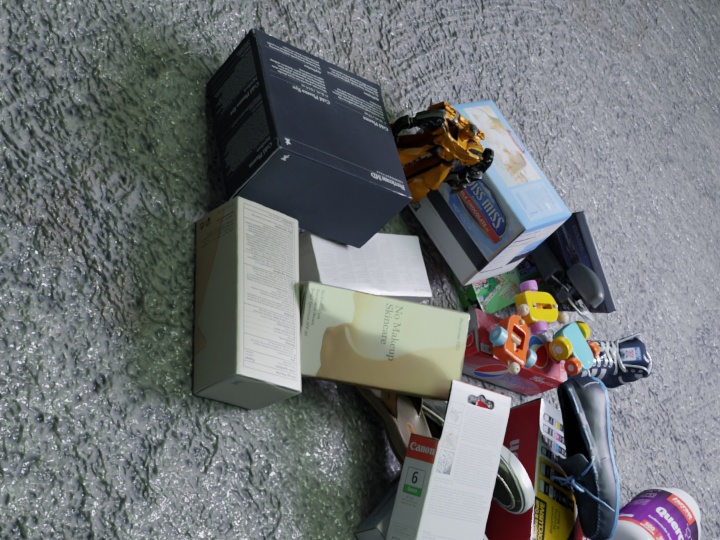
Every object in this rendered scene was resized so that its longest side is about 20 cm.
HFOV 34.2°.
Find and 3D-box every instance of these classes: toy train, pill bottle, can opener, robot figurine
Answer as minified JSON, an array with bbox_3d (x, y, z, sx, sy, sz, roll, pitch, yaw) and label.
[{"bbox_3d":[0.234,0.103,1.529,0.199,0.055,0.152,33,50,-29],"label":"toy train"},{"bbox_3d":[0.410,0.379,1.656,0.199,0.112,0.114,-19,86,-51],"label":"pill bottle"},{"bbox_3d":[0.289,-0.002,1.635,0.053,0.067,0.201,34,21,-32],"label":"can opener"},{"bbox_3d":[0.068,-0.144,1.455,0.144,0.198,0.059,33,49,-34],"label":"robot figurine"}]

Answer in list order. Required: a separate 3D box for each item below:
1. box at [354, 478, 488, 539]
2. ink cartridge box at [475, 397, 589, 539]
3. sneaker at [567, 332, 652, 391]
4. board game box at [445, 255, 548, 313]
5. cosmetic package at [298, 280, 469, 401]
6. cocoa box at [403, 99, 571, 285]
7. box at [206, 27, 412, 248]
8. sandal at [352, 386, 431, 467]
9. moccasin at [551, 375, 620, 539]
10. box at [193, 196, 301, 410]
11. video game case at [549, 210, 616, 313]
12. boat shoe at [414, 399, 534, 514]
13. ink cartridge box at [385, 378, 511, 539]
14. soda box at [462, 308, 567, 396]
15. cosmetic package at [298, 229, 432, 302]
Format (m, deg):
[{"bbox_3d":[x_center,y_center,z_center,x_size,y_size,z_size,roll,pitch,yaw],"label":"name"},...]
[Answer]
[{"bbox_3d":[0.092,0.341,1.367,0.202,0.041,0.156,59,40,-8],"label":"box"},{"bbox_3d":[0.222,0.280,1.512,0.175,0.083,0.202,35,48,-32],"label":"ink cartridge box"},{"bbox_3d":[0.350,0.127,1.714,0.198,0.108,0.071,18,58,-43],"label":"sneaker"},{"bbox_3d":[0.193,-0.015,1.670,0.199,0.029,0.136,-18,86,-51],"label":"board game box"},{"bbox_3d":[0.015,0.080,1.306,0.197,0.071,0.107,10,83,-18],"label":"cosmetic package"},{"bbox_3d":[0.156,-0.107,1.554,0.133,0.131,0.201,-16,68,-50],"label":"cocoa box"},{"bbox_3d":[-0.061,-0.149,1.346,0.198,0.104,0.184,18,43,-37],"label":"box"},{"bbox_3d":[0.045,0.147,1.377,0.080,0.054,0.202,-6,60,-48],"label":"sandal"},{"bbox_3d":[0.273,0.236,1.466,0.067,0.080,0.204,1,75,-27],"label":"moccasin"},{"bbox_3d":[-0.120,0.036,1.245,0.094,0.077,0.203,22,56,-40],"label":"box"},{"bbox_3d":[0.307,-0.009,1.689,0.019,0.200,0.145,-19,92,-9],"label":"video game case"},{"bbox_3d":[0.126,0.225,1.426,0.200,0.071,0.063,47,47,11],"label":"boat shoe"},{"bbox_3d":[0.099,0.228,1.307,0.108,0.050,0.203,20,79,-40],"label":"ink cartridge box"},{"bbox_3d":[0.194,0.113,1.573,0.198,0.069,0.064,21,56,-41],"label":"soda box"},{"bbox_3d":[0.000,0.000,1.423,0.198,0.050,0.084,3,67,-48],"label":"cosmetic package"}]
